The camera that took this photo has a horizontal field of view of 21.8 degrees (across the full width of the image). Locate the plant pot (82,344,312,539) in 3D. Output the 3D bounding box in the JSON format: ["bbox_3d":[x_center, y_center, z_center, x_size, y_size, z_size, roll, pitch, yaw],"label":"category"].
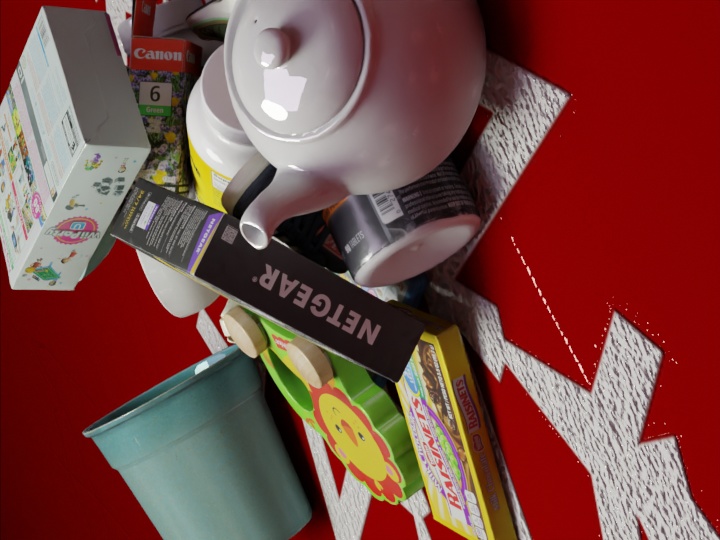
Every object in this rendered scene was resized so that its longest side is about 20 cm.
[{"bbox_3d":[-0.157,0.206,1.950,0.197,0.199,0.200,62,159,-3],"label":"plant pot"}]

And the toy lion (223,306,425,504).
[{"bbox_3d":[-0.020,0.115,1.650,0.200,0.068,0.193,19,140,58],"label":"toy lion"}]

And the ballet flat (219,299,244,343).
[{"bbox_3d":[-0.101,0.044,1.815,0.200,0.065,0.071,-1,108,68],"label":"ballet flat"}]

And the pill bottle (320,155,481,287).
[{"bbox_3d":[0.002,-0.097,1.378,0.201,0.106,0.106,64,158,16],"label":"pill bottle"}]

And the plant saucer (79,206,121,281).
[{"bbox_3d":[-0.250,-0.091,1.705,0.200,0.036,0.202,175,90,-71],"label":"plant saucer"}]

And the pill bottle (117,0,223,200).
[{"bbox_3d":[-0.148,-0.141,1.701,0.202,0.110,0.111,69,159,0],"label":"pill bottle"}]

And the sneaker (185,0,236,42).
[{"bbox_3d":[-0.085,-0.197,1.562,0.089,0.077,0.200,61,164,-11],"label":"sneaker"}]

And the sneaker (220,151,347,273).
[{"bbox_3d":[-0.038,-0.042,1.448,0.085,0.075,0.200,46,-170,18],"label":"sneaker"}]

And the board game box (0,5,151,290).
[{"bbox_3d":[-0.254,-0.100,1.580,0.200,0.064,0.148,-53,46,44],"label":"board game box"}]

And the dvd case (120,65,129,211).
[{"bbox_3d":[-0.231,-0.116,1.725,0.200,0.016,0.150,-157,65,-68],"label":"dvd case"}]

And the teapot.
[{"bbox_3d":[-0.020,-0.148,1.243,0.197,0.146,0.201,-37,70,27],"label":"teapot"}]

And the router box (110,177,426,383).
[{"bbox_3d":[-0.071,0.007,1.408,0.199,0.053,0.157,30,176,-32],"label":"router box"}]

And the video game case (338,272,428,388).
[{"bbox_3d":[0.000,0.000,1.592,0.144,0.018,0.200,62,158,22],"label":"video game case"}]

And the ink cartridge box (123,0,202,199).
[{"bbox_3d":[-0.165,-0.160,1.589,0.109,0.050,0.202,-51,-36,-86],"label":"ink cartridge box"}]

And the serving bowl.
[{"bbox_3d":[-0.166,-0.059,1.816,0.200,0.065,0.202,-13,-90,-79],"label":"serving bowl"}]

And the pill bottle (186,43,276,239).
[{"bbox_3d":[-0.085,-0.109,1.529,0.113,0.112,0.200,62,168,18],"label":"pill bottle"}]

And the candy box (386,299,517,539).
[{"bbox_3d":[0.068,0.126,1.507,0.102,0.026,0.202,24,134,60],"label":"candy box"}]
